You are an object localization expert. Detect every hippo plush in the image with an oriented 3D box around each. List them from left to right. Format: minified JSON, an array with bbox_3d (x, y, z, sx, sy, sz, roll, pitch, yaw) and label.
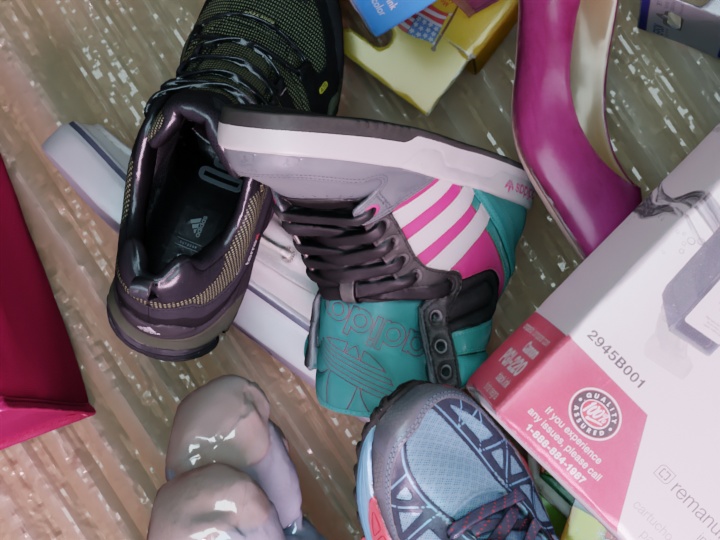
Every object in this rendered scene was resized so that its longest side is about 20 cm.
[{"bbox_3d":[-0.013,0.151,1.134,0.161,0.159,0.200,10,98,0],"label":"hippo plush"}]

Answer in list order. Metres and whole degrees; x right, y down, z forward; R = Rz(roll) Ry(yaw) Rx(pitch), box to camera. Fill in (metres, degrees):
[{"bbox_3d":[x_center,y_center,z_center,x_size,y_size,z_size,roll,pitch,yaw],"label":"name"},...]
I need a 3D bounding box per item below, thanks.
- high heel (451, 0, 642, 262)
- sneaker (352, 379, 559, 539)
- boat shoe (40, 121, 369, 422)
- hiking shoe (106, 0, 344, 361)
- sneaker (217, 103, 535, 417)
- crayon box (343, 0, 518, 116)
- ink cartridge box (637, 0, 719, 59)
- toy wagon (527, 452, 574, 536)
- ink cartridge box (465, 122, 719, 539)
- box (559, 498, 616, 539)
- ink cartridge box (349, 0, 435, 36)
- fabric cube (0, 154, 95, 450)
[{"bbox_3d":[0.107,-0.086,1.145,0.096,0.067,0.200,-27,81,12],"label":"high heel"},{"bbox_3d":[0.073,0.129,1.073,0.079,0.095,0.200,-36,106,-28],"label":"sneaker"},{"bbox_3d":[-0.052,-0.013,1.206,0.200,0.072,0.066,38,85,6],"label":"boat shoe"},{"bbox_3d":[-0.052,-0.062,1.134,0.076,0.101,0.200,16,73,1],"label":"hiking shoe"},{"bbox_3d":[0.000,0.000,1.110,0.084,0.200,0.121,10,88,35],"label":"sneaker"},{"bbox_3d":[0.044,-0.183,1.219,0.127,0.051,0.200,38,89,7],"label":"crayon box"},{"bbox_3d":[0.220,-0.092,1.172,0.200,0.099,0.039,24,88,6],"label":"ink cartridge box"},{"bbox_3d":[0.170,0.093,1.191,0.200,0.040,0.155,43,91,7],"label":"toy wagon"},{"bbox_3d":[0.166,0.030,1.084,0.146,0.085,0.200,44,89,-7],"label":"ink cartridge box"},{"bbox_3d":[0.169,0.089,1.153,0.136,0.038,0.200,21,88,6],"label":"box"},{"bbox_3d":[0.061,-0.199,1.131,0.200,0.067,0.116,-31,38,2],"label":"ink cartridge box"},{"bbox_3d":[-0.255,0.003,1.161,0.200,0.196,0.200,-20,86,2],"label":"fabric cube"}]
